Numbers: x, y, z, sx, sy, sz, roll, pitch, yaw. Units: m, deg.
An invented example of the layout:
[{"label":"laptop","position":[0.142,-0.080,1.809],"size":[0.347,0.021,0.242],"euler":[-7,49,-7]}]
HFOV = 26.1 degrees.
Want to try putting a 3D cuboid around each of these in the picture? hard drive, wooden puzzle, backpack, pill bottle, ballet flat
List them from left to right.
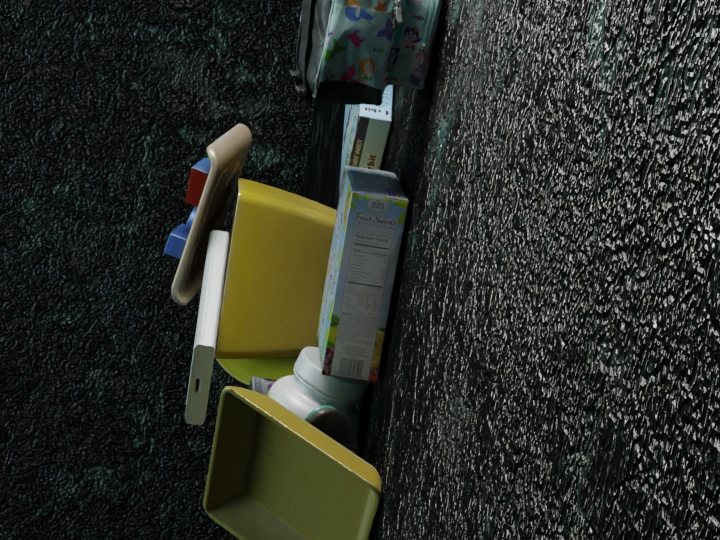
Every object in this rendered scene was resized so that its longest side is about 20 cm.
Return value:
[{"label":"wooden puzzle","position":[-0.195,-0.076,1.932],"size":[0.185,0.046,0.201],"euler":[-61,-13,-72]},{"label":"hard drive","position":[-0.182,0.066,1.851],"size":[0.200,0.026,0.132],"euler":[-89,9,-49]},{"label":"pill bottle","position":[-0.069,0.193,1.758],"size":[0.112,0.112,0.200],"euler":[-100,34,-72]},{"label":"ballet flat","position":[-0.025,0.222,1.650],"size":[0.068,0.068,0.200],"euler":[56,161,34]},{"label":"backpack","position":[0.007,-0.280,1.591],"size":[0.178,0.150,0.201],"euler":[-106,17,-70]}]

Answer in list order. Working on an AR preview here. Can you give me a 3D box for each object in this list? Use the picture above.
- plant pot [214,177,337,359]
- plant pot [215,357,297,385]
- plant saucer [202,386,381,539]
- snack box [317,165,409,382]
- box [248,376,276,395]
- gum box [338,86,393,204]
[{"label":"plant pot","position":[-0.077,0.004,1.898],"size":[0.200,0.176,0.201],"euler":[-121,39,-81]},{"label":"plant pot","position":[-0.120,0.063,2.396],"size":[0.200,0.187,0.188],"euler":[-52,-27,-71]},{"label":"plant saucer","position":[-0.063,0.226,1.593],"size":[0.048,0.200,0.200],"euler":[-37,-29,-42]},{"label":"snack box","position":[0.000,0.000,1.685],"size":[0.169,0.067,0.201],"euler":[-103,21,-76]},{"label":"box","position":[-0.106,0.238,2.176],"size":[0.200,0.114,0.133],"euler":[-118,37,-78]},{"label":"gum box","position":[0.009,-0.205,2.002],"size":[0.170,0.044,0.200],"euler":[105,172,-48]}]
